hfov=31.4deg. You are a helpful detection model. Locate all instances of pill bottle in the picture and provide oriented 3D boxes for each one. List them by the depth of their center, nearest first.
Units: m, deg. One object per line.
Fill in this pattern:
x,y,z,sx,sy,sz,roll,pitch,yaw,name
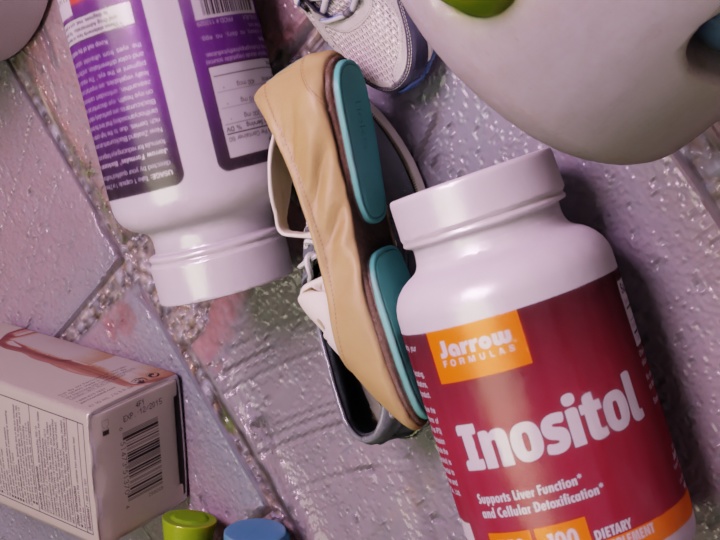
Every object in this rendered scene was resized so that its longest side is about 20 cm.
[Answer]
0.083,0.049,0.629,0.112,0.112,0.202,-17,93,42,pill bottle
-0.101,-0.087,0.744,0.111,0.111,0.202,-8,98,41,pill bottle

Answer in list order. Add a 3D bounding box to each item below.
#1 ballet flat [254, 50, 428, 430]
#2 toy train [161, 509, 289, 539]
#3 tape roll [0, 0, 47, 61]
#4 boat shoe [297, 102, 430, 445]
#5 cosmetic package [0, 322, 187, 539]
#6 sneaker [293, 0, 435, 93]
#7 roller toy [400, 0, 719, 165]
-0.009,-0.012,0.676,0.062,0.069,0.203,-14,88,23,ballet flat
-0.125,0.218,0.886,0.198,0.084,0.117,7,98,39,toy train
-0.321,-0.233,0.866,0.201,0.139,0.205,13,112,36,tape roll
0.000,0.000,0.718,0.072,0.061,0.202,-7,99,42,boat shoe
-0.225,0.112,0.928,0.198,0.087,0.105,13,113,36,cosmetic package
-0.037,-0.174,0.672,0.077,0.085,0.201,-33,90,41,sneaker
0.108,-0.151,0.502,0.182,0.201,0.140,35,132,-17,roller toy
